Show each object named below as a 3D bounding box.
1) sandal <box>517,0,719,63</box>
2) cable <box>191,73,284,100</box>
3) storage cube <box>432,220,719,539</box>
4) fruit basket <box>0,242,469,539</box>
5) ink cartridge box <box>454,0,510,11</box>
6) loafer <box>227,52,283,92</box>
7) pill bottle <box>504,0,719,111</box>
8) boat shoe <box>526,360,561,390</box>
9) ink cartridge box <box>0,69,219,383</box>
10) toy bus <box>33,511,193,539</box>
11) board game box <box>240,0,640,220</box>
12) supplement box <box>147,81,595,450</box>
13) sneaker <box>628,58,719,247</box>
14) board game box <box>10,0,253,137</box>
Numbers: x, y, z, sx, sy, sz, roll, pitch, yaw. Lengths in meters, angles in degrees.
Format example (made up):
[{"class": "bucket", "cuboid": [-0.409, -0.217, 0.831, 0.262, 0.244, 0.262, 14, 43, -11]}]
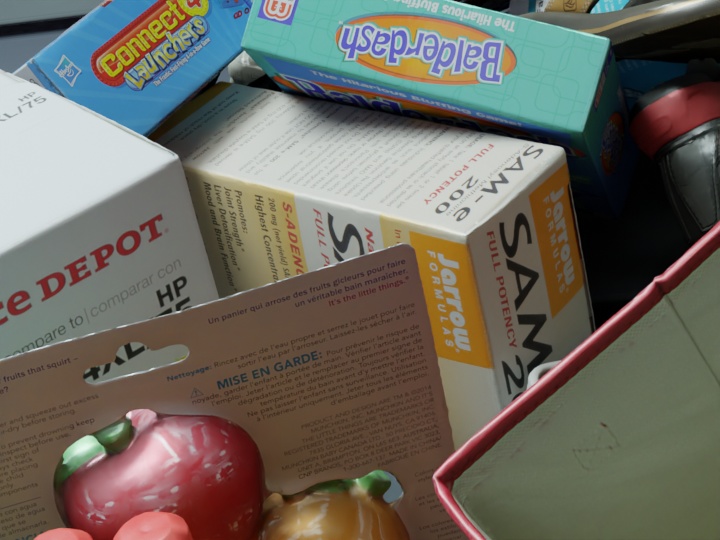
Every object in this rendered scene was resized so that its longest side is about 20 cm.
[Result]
[{"class": "sandal", "cuboid": [0.123, -0.121, 0.944, 0.082, 0.055, 0.200, 1, 1, -36]}, {"class": "cable", "cuboid": [-0.083, -0.072, 1.091, 0.200, 0.051, 0.163, -56, 23, -16]}, {"class": "storage cube", "cuboid": [0.161, 0.094, 0.580, 0.171, 0.180, 0.200, -41, 44, -3]}, {"class": "fruit basket", "cuboid": [-0.055, 0.090, 0.720, 0.185, 0.200, 0.094, -17, 33, -5]}, {"class": "ink cartridge box", "cuboid": [0.089, -0.211, 1.091, 0.176, 0.084, 0.200, -42, -5, 29]}, {"class": "loafer", "cuboid": [-0.020, -0.151, 1.238, 0.070, 0.070, 0.200, 2, 41, 15]}, {"class": "pill bottle", "cuboid": [0.150, -0.125, 1.043, 0.200, 0.111, 0.111, -18, 17, 50]}, {"class": "boat shoe", "cuboid": [0.162, 0.059, 0.817, 0.200, 0.066, 0.072, 1, 33, 22]}, {"class": "ink cartridge box", "cuboid": [-0.142, 0.050, 0.817, 0.147, 0.200, 0.146, -31, 35, -27]}, {"class": "toy bus", "cuboid": [-0.024, 0.154, 0.612, 0.200, 0.192, 0.136, -8, 30, 6]}, {"class": "board game box", "cuboid": [0.044, -0.078, 0.956, 0.152, 0.045, 0.200, 16, -6, 14]}, {"class": "supplement box", "cuboid": [0.000, 0.000, 0.918, 0.200, 0.126, 0.074, 14, 41, 39]}, {"class": "sneaker", "cuboid": [0.220, -0.042, 0.957, 0.200, 0.071, 0.098, -2, 69, -23]}, {"class": "board game box", "cuboid": [-0.130, -0.084, 0.986, 0.200, 0.056, 0.196, -28, 14, 44]}]
